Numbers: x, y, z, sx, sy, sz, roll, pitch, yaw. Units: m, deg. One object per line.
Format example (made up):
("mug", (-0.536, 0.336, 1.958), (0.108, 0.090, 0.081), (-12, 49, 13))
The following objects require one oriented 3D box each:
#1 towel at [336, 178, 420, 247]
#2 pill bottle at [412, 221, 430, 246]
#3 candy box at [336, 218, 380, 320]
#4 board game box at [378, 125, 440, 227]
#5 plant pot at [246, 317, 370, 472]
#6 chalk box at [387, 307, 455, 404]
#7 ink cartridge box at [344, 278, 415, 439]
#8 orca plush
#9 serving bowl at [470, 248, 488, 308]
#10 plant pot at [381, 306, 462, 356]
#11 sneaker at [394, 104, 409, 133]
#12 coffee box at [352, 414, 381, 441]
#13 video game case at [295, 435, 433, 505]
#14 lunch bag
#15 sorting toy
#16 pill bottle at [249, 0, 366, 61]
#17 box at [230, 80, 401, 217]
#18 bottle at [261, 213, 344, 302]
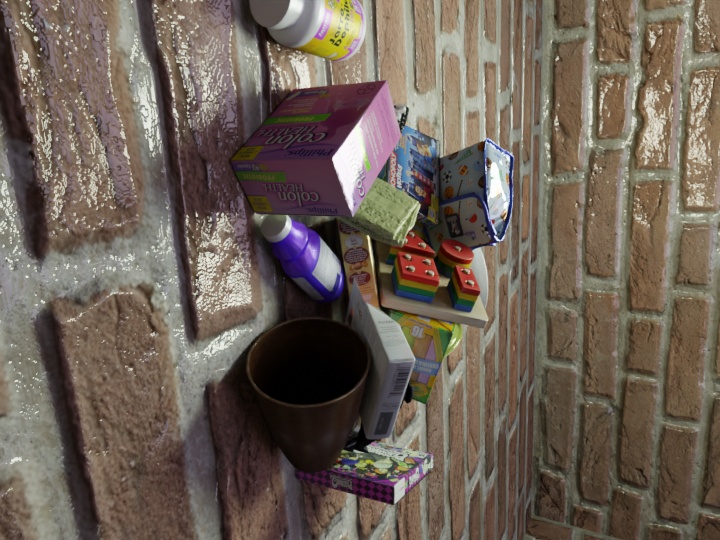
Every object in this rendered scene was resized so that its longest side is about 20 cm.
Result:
("towel", (0.000, -0.117, 0.949), (0.037, 0.197, 0.149), (-65, 175, 37))
("pill bottle", (0.118, -0.124, 1.251), (0.113, 0.110, 0.204), (48, 53, -54))
("candy box", (0.000, 0.000, 1.023), (0.115, 0.054, 0.206), (-64, 146, -87))
("board game box", (0.070, -0.208, 1.106), (0.197, 0.061, 0.205), (26, 57, -34))
("plant pot", (-0.076, 0.213, 0.888), (0.187, 0.183, 0.204), (-49, 147, -48))
("chalk box", (0.091, 0.153, 1.053), (0.125, 0.121, 0.204), (-59, 167, -65))
("ink cartridge box", (0.020, 0.135, 0.906), (0.202, 0.056, 0.166), (-107, -155, -53))
("orca plush", (0.026, 0.228, 0.960), (0.202, 0.104, 0.071), (-54, -177, 6))
("serving bowl", (0.208, 0.017, 1.249), (0.200, 0.064, 0.206), (173, -90, -75))
("plant pot", (0.095, 0.073, 1.187), (0.200, 0.196, 0.194), (-47, 122, -49))
("sneaker", (0.010, -0.235, 0.986), (0.201, 0.080, 0.076), (-53, 166, -38))
("coffee box", (-0.018, 0.248, 1.081), (0.200, 0.078, 0.116), (44, 56, -56))
("video game case", (0.011, 0.355, 1.028), (0.180, 0.196, 0.037), (-3, 95, -61))
("lunch bag", (0.215, -0.139, 1.151), (0.122, 0.168, 0.205), (16, 72, -39))
("sorting toy", (0.132, -0.001, 1.043), (0.201, 0.195, 0.071), (-95, -159, -56))
("pill bottle", (-0.077, -0.384, 0.849), (0.199, 0.102, 0.107), (-19, 111, -60))
("box", (-0.059, -0.182, 0.837), (0.202, 0.172, 0.098), (-61, 143, -36))
("bottle", (-0.091, -0.022, 0.915), (0.200, 0.064, 0.085), (50, 40, -53))
